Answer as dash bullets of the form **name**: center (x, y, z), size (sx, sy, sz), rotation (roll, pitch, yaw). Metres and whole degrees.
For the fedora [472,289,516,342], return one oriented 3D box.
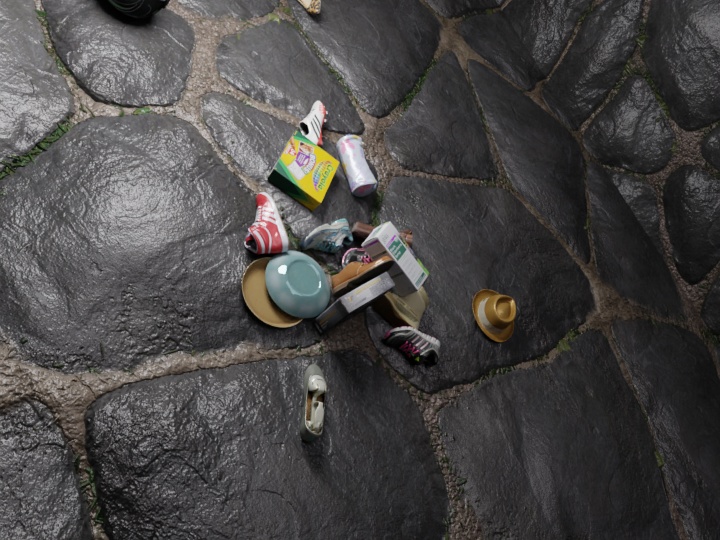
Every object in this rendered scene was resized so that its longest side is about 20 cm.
- **fedora**: center (0.469, 0.139, 1.970), size (0.198, 0.082, 0.204), rotation (19, 54, -27)

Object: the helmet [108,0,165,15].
- **helmet**: center (-0.652, -0.833, 1.672), size (0.199, 0.187, 0.205), rotation (7, 82, -61)

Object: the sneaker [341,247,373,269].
- **sneaker**: center (0.031, -0.038, 1.742), size (0.198, 0.094, 0.081), rotation (-22, 101, -41)

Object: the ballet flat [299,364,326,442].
- **ballet flat**: center (-0.108, 0.322, 1.448), size (0.066, 0.064, 0.203), rotation (21, 52, -24)

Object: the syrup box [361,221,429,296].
- **syrup box**: center (0.101, -0.032, 1.682), size (0.201, 0.081, 0.079), rotation (52, 50, -14)

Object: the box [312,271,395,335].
- **box**: center (-0.018, 0.091, 1.592), size (0.198, 0.158, 0.049), rotation (-28, 80, -42)

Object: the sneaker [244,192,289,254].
- **sneaker**: center (-0.277, -0.130, 1.597), size (0.111, 0.072, 0.202), rotation (-11, 59, -28)

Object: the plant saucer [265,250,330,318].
- **plant saucer**: center (-0.159, 0.028, 1.572), size (0.198, 0.039, 0.205), rotation (18, 54, -27)

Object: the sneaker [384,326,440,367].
- **sneaker**: center (0.156, 0.227, 1.693), size (0.197, 0.074, 0.089), rotation (22, 46, -30)

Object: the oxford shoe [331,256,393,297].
- **oxford shoe**: center (0.000, 0.000, 1.645), size (0.071, 0.197, 0.072), rotation (38, 30, -59)

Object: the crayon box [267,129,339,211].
- **crayon box**: center (-0.171, -0.308, 1.791), size (0.171, 0.058, 0.202), rotation (33, 49, -15)

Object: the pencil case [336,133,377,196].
- **pencil case**: center (-0.013, -0.343, 1.912), size (0.089, 0.083, 0.204), rotation (-12, 70, -16)

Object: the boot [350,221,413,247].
- **boot**: center (0.064, -0.114, 1.841), size (0.195, 0.186, 0.066), rotation (10, 92, 0)

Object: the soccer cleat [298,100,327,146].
- **soccer cleat**: center (-0.160, -0.483, 1.903), size (0.084, 0.068, 0.204), rotation (20, 58, -30)

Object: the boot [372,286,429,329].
- **boot**: center (0.118, 0.080, 1.756), size (0.200, 0.073, 0.156), rotation (43, 47, -9)

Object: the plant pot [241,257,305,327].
- **plant pot**: center (-0.226, 0.061, 1.547), size (0.197, 0.027, 0.204), rotation (19, 54, -27)

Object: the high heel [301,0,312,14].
- **high heel**: center (-0.227, -1.028, 2.176), size (0.141, 0.072, 0.202), rotation (13, 40, -37)

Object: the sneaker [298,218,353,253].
- **sneaker**: center (-0.092, -0.090, 1.705), size (0.198, 0.077, 0.087), rotation (-25, 83, -43)
